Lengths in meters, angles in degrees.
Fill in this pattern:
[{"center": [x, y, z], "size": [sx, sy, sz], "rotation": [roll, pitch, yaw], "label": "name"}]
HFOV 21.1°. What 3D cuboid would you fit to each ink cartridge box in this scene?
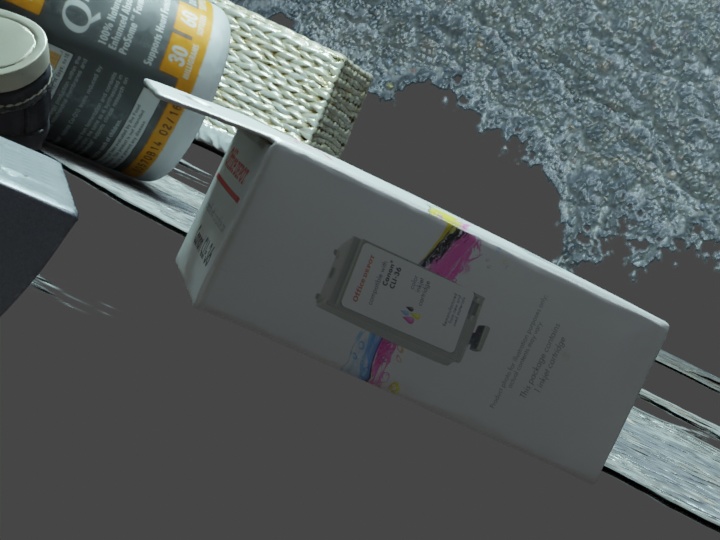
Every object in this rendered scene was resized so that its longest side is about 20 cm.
[{"center": [0.000, 0.000, 0.718], "size": [0.200, 0.068, 0.116], "rotation": [25, 3, -11], "label": "ink cartridge box"}]

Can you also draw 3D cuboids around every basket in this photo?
[{"center": [-0.109, -0.198, 2.227], "size": [0.200, 0.161, 0.198], "rotation": [27, 3, 11], "label": "basket"}]

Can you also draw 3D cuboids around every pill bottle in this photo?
[{"center": [-0.186, -0.139, 1.130], "size": [0.200, 0.117, 0.116], "rotation": [23, 4, -20], "label": "pill bottle"}]

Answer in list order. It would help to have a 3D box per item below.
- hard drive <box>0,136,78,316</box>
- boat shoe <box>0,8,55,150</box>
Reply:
[{"center": [-0.165, -0.044, 0.447], "size": [0.200, 0.042, 0.135], "rotation": [24, 3, -13], "label": "hard drive"}, {"center": [-0.238, -0.109, 0.986], "size": [0.200, 0.073, 0.063], "rotation": [20, -42, 27], "label": "boat shoe"}]
